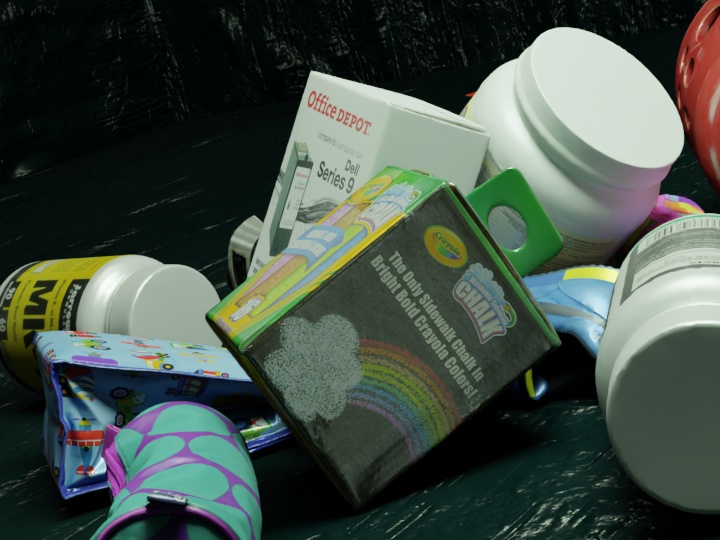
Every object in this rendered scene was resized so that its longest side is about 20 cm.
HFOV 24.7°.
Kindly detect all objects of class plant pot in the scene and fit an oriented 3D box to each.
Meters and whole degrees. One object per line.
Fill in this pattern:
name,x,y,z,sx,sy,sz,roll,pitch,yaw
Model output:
plant pot,0.357,-0.135,1.320,0.198,0.203,0.183,-12,17,10

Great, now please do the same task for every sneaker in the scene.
sneaker,0.092,0.050,1.075,0.199,0.066,0.079,-13,29,42

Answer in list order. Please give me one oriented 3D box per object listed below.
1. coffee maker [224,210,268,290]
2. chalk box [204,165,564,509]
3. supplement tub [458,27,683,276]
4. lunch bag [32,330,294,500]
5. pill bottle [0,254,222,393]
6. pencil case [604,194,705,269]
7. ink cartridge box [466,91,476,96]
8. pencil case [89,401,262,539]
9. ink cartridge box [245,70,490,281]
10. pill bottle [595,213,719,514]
coffee maker,0.000,0.000,1.343,0.190,0.137,0.200,7,6,-16
chalk box,0.027,0.020,0.981,0.199,0.125,0.124,-38,15,-8
supplement tub,0.118,-0.054,1.142,0.144,0.145,0.200,-26,-20,-46
lunch bag,-0.120,0.086,1.142,0.197,0.095,0.150,-5,7,-15
pill bottle,-0.208,0.046,1.346,0.114,0.116,0.199,-24,14,-41
pencil case,0.220,0.000,1.107,0.087,0.089,0.200,-14,12,-1
ink cartridge box,0.294,-0.340,2.802,0.159,0.048,0.199,-22,16,-35
pencil case,-0.098,0.130,0.858,0.091,0.086,0.200,14,8,-7
ink cartridge box,-0.004,-0.022,1.113,0.083,0.202,0.146,14,8,-26
pill bottle,0.180,0.045,0.854,0.112,0.114,0.200,-11,12,15
